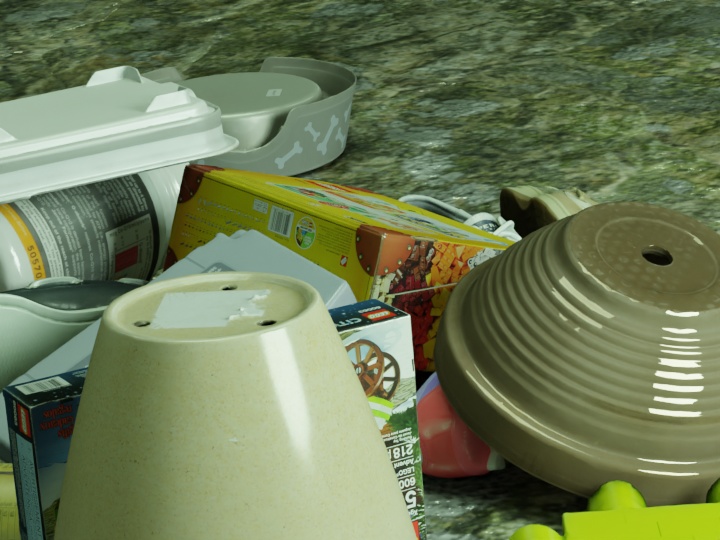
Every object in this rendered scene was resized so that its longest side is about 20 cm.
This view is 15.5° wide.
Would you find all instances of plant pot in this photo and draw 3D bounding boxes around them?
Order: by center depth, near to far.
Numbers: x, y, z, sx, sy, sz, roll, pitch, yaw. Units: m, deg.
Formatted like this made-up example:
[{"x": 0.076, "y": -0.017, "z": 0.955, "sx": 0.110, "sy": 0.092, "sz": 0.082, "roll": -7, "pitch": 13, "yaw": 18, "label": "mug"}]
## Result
[{"x": -0.057, "y": 0.109, "z": 1.136, "sx": 0.186, "sy": 0.201, "sz": 0.187, "roll": -4, "pitch": 17, "yaw": 1, "label": "plant pot"}, {"x": 0.145, "y": 0.028, "z": 1.406, "sx": 0.199, "sy": 0.093, "sz": 0.201, "roll": 10, "pitch": 33, "yaw": -7, "label": "plant pot"}]

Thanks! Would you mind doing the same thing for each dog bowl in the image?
[{"x": -0.100, "y": -0.118, "z": 2.090, "sx": 0.198, "sy": 0.059, "sz": 0.200, "roll": -4, "pitch": 18, "yaw": 1, "label": "dog bowl"}]

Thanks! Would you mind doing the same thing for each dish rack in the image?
[{"x": -0.191, "y": -0.087, "z": 1.651, "sx": 0.199, "sy": 0.044, "sz": 0.171, "roll": -13, "pitch": 15, "yaw": -22, "label": "dish rack"}]

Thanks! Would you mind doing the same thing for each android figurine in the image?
[{"x": 0.158, "y": 0.145, "z": 1.241, "sx": 0.181, "sy": 0.041, "sz": 0.200, "roll": -3, "pitch": 16, "yaw": 3, "label": "android figurine"}]

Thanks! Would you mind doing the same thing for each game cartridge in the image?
[{"x": -0.103, "y": 0.058, "z": 1.462, "sx": 0.200, "sy": 0.041, "sz": 0.133, "roll": -37, "pitch": 34, "yaw": -20, "label": "game cartridge"}]

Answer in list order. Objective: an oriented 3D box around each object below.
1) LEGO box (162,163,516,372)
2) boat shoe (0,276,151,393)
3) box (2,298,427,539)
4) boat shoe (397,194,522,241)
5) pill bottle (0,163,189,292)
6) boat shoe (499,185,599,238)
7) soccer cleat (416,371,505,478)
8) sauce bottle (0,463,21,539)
[{"x": 0.000, "y": 0.000, "z": 1.587, "sx": 0.148, "sy": 0.078, "sz": 0.199, "roll": 7, "pitch": 9, "yaw": -40, "label": "LEGO box"}, {"x": -0.188, "y": 0.043, "z": 1.596, "sx": 0.199, "sy": 0.076, "sz": 0.060, "roll": 2, "pitch": 13, "yaw": -26, "label": "boat shoe"}, {"x": -0.065, "y": 0.102, "z": 1.263, "sx": 0.199, "sy": 0.138, "sz": 0.038, "roll": -13, "pitch": 18, "yaw": -26, "label": "box"}, {"x": 0.077, "y": -0.002, "z": 1.669, "sx": 0.072, "sy": 0.069, "sz": 0.200, "roll": -10, "pitch": 19, "yaw": -20, "label": "boat shoe"}, {"x": -0.197, "y": -0.021, "z": 1.714, "sx": 0.116, "sy": 0.117, "sz": 0.200, "roll": 8, "pitch": 21, "yaw": 34, "label": "pill bottle"}, {"x": 0.142, "y": -0.019, "z": 1.710, "sx": 0.064, "sy": 0.073, "sz": 0.200, "roll": -8, "pitch": 12, "yaw": -9, "label": "boat shoe"}, {"x": 0.081, "y": 0.061, "z": 1.487, "sx": 0.076, "sy": 0.067, "sz": 0.200, "roll": 1, "pitch": 21, "yaw": 31, "label": "soccer cleat"}, {"x": -0.187, "y": 0.128, "z": 1.333, "sx": 0.199, "sy": 0.066, "sz": 0.066, "roll": 0, "pitch": 18, "yaw": 14, "label": "sauce bottle"}]
